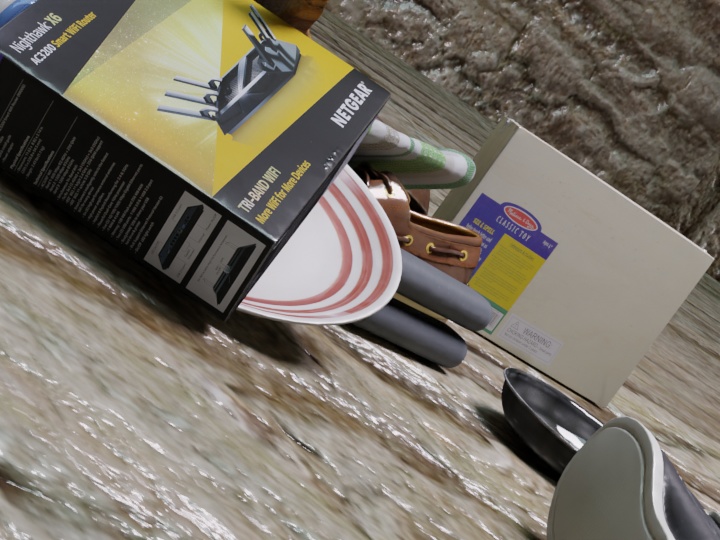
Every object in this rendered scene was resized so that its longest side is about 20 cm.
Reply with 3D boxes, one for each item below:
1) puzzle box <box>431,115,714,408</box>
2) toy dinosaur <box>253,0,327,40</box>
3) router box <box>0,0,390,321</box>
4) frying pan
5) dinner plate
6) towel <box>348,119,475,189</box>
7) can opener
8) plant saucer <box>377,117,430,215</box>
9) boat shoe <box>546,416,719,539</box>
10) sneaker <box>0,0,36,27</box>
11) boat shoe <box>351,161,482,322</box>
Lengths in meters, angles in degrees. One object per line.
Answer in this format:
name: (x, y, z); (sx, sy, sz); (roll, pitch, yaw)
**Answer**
puzzle box: (0.133, -0.004, 1.524); (0.200, 0.133, 0.025); (32, 9, -32)
toy dinosaur: (-0.047, -0.125, 1.204); (0.106, 0.061, 0.200); (27, -12, 6)
router box: (-0.086, -0.077, 1.064); (0.157, 0.052, 0.200); (34, 29, -1)
frying pan: (0.133, 0.112, 1.226); (0.115, 0.031, 0.190); (32, 13, -28)
dinner plate: (-0.071, -0.036, 1.095); (0.200, 0.024, 0.200); (26, 29, -15)
towel: (-0.031, -0.081, 1.378); (0.149, 0.031, 0.200); (-1, -10, 25)
can opener: (0.000, 0.000, 1.235); (0.200, 0.053, 0.066); (28, 11, -47)
plant saucer: (-0.020, -0.114, 1.735); (0.200, 0.035, 0.200); (36, -4, 3)
boat shoe: (0.134, 0.130, 0.985); (0.060, 0.074, 0.200); (33, 12, -18)
sneaker: (-0.121, -0.094, 1.183); (0.200, 0.076, 0.077); (27, 8, -42)
boat shoe: (-0.006, -0.036, 1.358); (0.200, 0.068, 0.072); (30, 10, -36)
